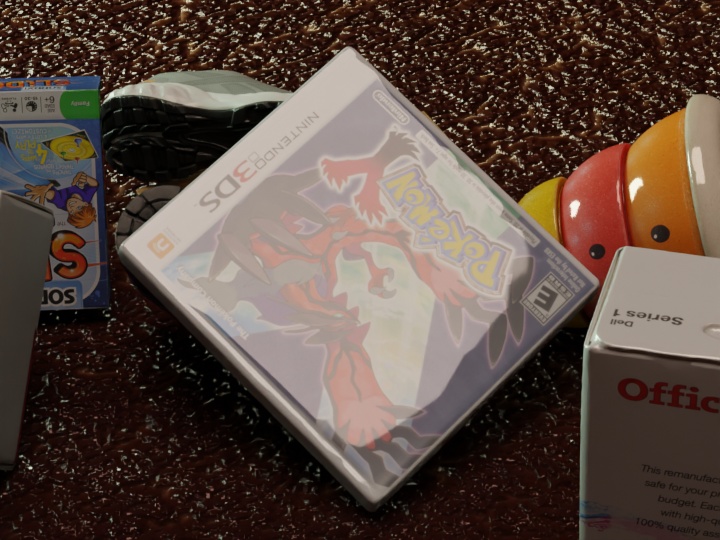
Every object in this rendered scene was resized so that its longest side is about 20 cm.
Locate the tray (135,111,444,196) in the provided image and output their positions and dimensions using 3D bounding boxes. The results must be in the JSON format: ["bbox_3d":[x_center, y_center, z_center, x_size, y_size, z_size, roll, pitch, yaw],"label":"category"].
[{"bbox_3d":[-0.029,-0.038,1.356,0.199,0.037,0.099,-16,37,-18],"label":"tray"}]

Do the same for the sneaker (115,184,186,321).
[{"bbox_3d":[-0.046,0.026,1.236,0.199,0.088,0.076,34,72,8],"label":"sneaker"}]

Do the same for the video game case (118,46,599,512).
[{"bbox_3d":[0.000,0.000,1.190,0.200,0.023,0.182,44,71,11],"label":"video game case"}]

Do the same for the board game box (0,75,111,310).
[{"bbox_3d":[-0.249,-0.043,1.283,0.198,0.137,0.034,-3,19,-4],"label":"board game box"}]

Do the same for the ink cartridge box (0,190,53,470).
[{"bbox_3d":[-0.282,0.022,1.187,0.198,0.147,0.083,6,-5,14],"label":"ink cartridge box"}]

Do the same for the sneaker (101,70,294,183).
[{"bbox_3d":[-0.062,-0.090,1.342,0.199,0.074,0.079,12,33,21],"label":"sneaker"}]

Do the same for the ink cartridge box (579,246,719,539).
[{"bbox_3d":[0.178,0.098,1.004,0.144,0.201,0.084,8,37,14],"label":"ink cartridge box"}]

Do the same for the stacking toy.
[{"bbox_3d":[0.133,-0.009,1.257,0.198,0.147,0.147,-14,31,19],"label":"stacking toy"}]
